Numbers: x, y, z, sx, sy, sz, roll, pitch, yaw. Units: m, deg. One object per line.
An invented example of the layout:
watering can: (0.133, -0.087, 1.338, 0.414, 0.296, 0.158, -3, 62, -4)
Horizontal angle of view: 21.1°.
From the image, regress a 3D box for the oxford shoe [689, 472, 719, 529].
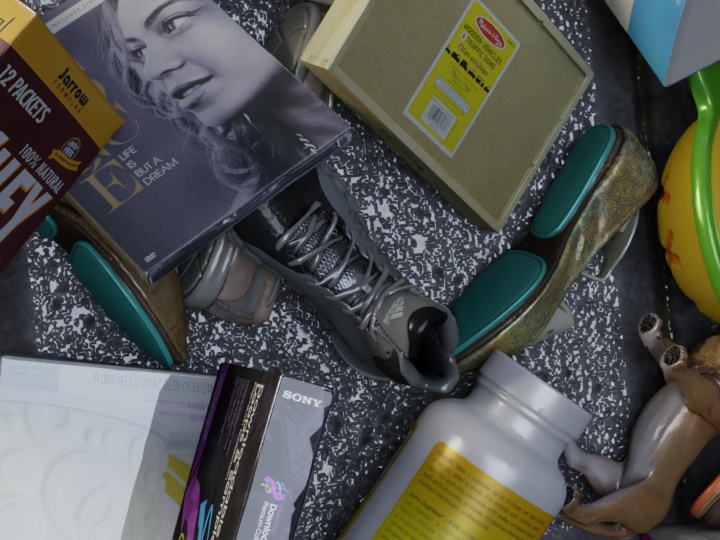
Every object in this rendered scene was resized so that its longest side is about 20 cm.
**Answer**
oxford shoe: (0.305, 0.131, 1.244, 0.199, 0.071, 0.073, -20, 65, -19)

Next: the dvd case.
dvd case: (-0.123, -0.097, 1.129, 0.148, 0.016, 0.200, -36, 59, -17)

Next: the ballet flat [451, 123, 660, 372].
ballet flat: (0.124, -0.001, 1.232, 0.071, 0.071, 0.200, 38, 82, -9)

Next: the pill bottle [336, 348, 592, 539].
pill bottle: (0.056, 0.151, 1.179, 0.104, 0.104, 0.201, 34, 91, -10)

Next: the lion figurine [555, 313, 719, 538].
lion figurine: (0.198, 0.110, 1.246, 0.200, 0.073, 0.122, -47, 127, 4)

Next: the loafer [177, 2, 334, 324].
loafer: (-0.053, -0.063, 1.197, 0.063, 0.072, 0.201, 23, 90, -28)

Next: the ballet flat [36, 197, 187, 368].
ballet flat: (-0.161, -0.032, 1.168, 0.200, 0.068, 0.072, 43, 68, 2)

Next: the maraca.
maraca: (0.243, -0.054, 1.234, 0.106, 0.137, 0.201, -12, 77, 30)

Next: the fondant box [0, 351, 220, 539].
fondant box: (-0.157, 0.156, 1.168, 0.143, 0.058, 0.201, 6, 89, -13)

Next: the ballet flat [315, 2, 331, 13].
ballet flat: (-0.012, -0.207, 1.203, 0.069, 0.063, 0.200, -39, 97, -12)

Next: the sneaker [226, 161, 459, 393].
sneaker: (0.000, 0.000, 1.139, 0.075, 0.115, 0.200, -48, 122, -10)

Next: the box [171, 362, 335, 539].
box: (-0.066, 0.125, 1.058, 0.036, 0.200, 0.144, 16, 85, -13)

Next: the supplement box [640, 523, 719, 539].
supplement box: (0.288, 0.216, 1.243, 0.199, 0.103, 0.102, 1, 90, -14)

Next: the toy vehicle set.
toy vehicle set: (0.058, -0.124, 1.180, 0.200, 0.026, 0.125, 41, 78, -44)

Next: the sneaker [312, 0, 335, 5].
sneaker: (-0.082, -0.187, 1.143, 0.200, 0.076, 0.116, 24, 42, 8)

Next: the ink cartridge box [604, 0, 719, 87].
ink cartridge box: (0.201, -0.251, 1.175, 0.146, 0.146, 0.201, -27, 68, -12)

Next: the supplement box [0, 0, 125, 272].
supplement box: (-0.280, -0.080, 1.063, 0.197, 0.133, 0.200, 34, 81, 24)
